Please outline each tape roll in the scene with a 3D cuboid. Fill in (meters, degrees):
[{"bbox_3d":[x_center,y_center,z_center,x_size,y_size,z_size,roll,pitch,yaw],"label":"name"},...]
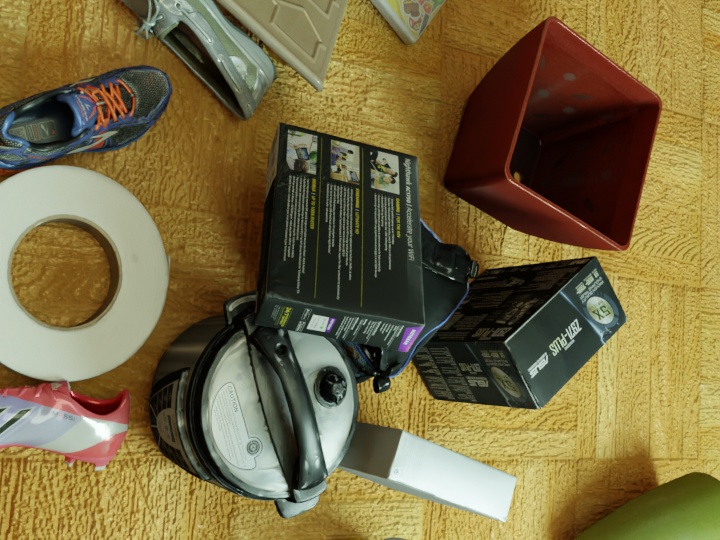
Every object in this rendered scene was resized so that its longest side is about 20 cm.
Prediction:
[{"bbox_3d":[-0.281,0.003,0.847,0.199,0.037,0.208,3,84,-31],"label":"tape roll"}]

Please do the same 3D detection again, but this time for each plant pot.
[{"bbox_3d":[0.214,-0.144,1.073,0.197,0.175,0.204,26,73,-26],"label":"plant pot"},{"bbox_3d":[0.371,0.372,1.141,0.196,0.187,0.192,-7,90,-15],"label":"plant pot"}]

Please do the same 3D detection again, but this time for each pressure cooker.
[{"bbox_3d":[-0.098,0.123,0.852,0.175,0.199,0.181,34,71,-24],"label":"pressure cooker"}]

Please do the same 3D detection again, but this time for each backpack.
[{"bbox_3d":[0.000,0.000,0.949,0.200,0.153,0.192,-45,108,-36],"label":"backpack"}]

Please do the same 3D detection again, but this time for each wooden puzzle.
[{"bbox_3d":[-0.098,-0.304,0.946,0.184,0.046,0.203,38,43,-30],"label":"wooden puzzle"}]

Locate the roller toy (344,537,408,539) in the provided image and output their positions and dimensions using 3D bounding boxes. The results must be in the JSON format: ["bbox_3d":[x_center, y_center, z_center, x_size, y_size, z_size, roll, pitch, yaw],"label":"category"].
[{"bbox_3d":[0.056,0.381,0.935,0.140,0.198,0.185,-42,119,-27],"label":"roller toy"}]

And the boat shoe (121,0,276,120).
[{"bbox_3d":[-0.175,-0.239,0.911,0.201,0.074,0.066,39,64,-29],"label":"boat shoe"}]

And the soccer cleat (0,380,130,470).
[{"bbox_3d":[-0.303,0.127,0.802,0.197,0.066,0.078,18,97,-33],"label":"soccer cleat"}]

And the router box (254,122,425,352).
[{"bbox_3d":[-0.018,-0.034,0.831,0.146,0.051,0.203,12,53,-14],"label":"router box"}]

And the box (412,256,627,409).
[{"bbox_3d":[0.172,0.070,1.016,0.163,0.199,0.087,-37,104,-27],"label":"box"}]

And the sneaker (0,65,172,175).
[{"bbox_3d":[-0.263,-0.145,0.846,0.198,0.078,0.077,-31,102,-29],"label":"sneaker"}]

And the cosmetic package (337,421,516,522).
[{"bbox_3d":[0.042,0.202,0.929,0.149,0.199,0.053,28,73,-26],"label":"cosmetic package"}]

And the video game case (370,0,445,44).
[{"bbox_3d":[0.049,-0.409,1.060,0.200,0.023,0.183,44,72,-29],"label":"video game case"}]
